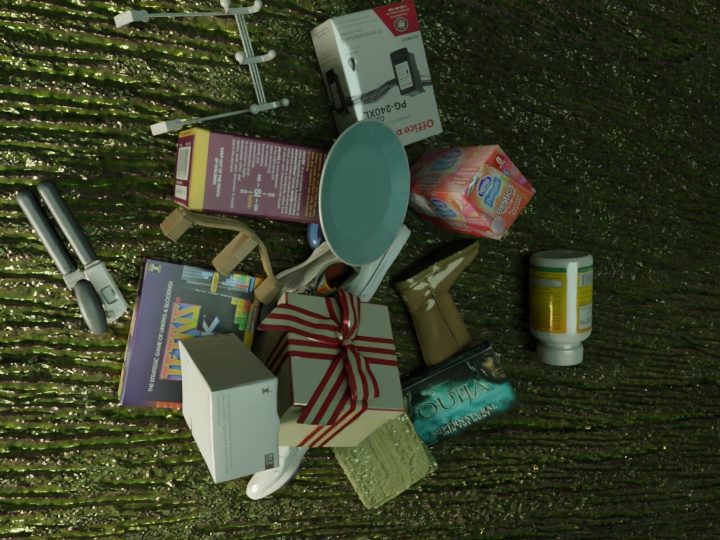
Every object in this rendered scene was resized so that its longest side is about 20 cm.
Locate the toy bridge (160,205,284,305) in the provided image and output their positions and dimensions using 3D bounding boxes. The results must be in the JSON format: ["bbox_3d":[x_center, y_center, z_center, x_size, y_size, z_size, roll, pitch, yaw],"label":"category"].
[{"bbox_3d":[-0.160,-0.024,0.748,0.067,0.027,0.200,-45,137,2],"label":"toy bridge"}]

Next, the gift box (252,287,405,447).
[{"bbox_3d":[-0.060,0.145,0.799,0.199,0.187,0.186,5,55,-29],"label":"gift box"}]

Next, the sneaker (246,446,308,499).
[{"bbox_3d":[-0.120,0.255,0.898,0.100,0.075,0.200,41,74,-11],"label":"sneaker"}]

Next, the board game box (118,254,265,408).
[{"bbox_3d":[-0.237,0.091,0.815,0.164,0.057,0.202,10,93,-28],"label":"board game box"}]

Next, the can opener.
[{"bbox_3d":[-0.363,-0.017,0.736,0.052,0.066,0.201,-29,104,-18],"label":"can opener"}]

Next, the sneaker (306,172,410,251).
[{"bbox_3d":[-0.002,-0.102,0.887,0.200,0.082,0.074,-47,115,-10],"label":"sneaker"}]

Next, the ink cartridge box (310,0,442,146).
[{"bbox_3d":[0.028,-0.282,0.873,0.145,0.083,0.201,-23,107,-21],"label":"ink cartridge box"}]

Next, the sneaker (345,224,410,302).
[{"bbox_3d":[0.000,0.000,0.919,0.071,0.073,0.201,33,80,-5],"label":"sneaker"}]

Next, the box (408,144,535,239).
[{"bbox_3d":[0.154,-0.124,0.893,0.103,0.200,0.095,42,81,-24],"label":"box"}]

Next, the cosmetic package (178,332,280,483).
[{"bbox_3d":[-0.167,0.159,0.716,0.081,0.200,0.114,-5,100,-25],"label":"cosmetic package"}]

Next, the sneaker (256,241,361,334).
[{"bbox_3d":[-0.080,0.028,0.852,0.200,0.079,0.074,-40,116,9],"label":"sneaker"}]

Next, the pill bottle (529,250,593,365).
[{"bbox_3d":[0.373,0.069,1.079,0.112,0.113,0.202,-8,101,-25],"label":"pill bottle"}]

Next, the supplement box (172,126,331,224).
[{"bbox_3d":[-0.142,-0.126,0.788,0.199,0.131,0.104,4,97,-26],"label":"supplement box"}]

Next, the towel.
[{"bbox_3d":[0.032,0.301,0.977,0.148,0.036,0.201,-31,110,-5],"label":"towel"}]

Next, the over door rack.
[{"bbox_3d":[-0.193,-0.270,0.757,0.199,0.066,0.149,-24,107,-35],"label":"over door rack"}]

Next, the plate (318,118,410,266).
[{"bbox_3d":[0.004,-0.106,0.797,0.200,0.025,0.202,-21,117,-49],"label":"plate"}]

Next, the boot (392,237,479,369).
[{"bbox_3d":[0.159,0.065,1.004,0.174,0.066,0.201,-29,109,-7],"label":"boot"}]

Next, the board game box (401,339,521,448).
[{"bbox_3d":[0.160,0.220,0.998,0.199,0.028,0.136,-28,111,8],"label":"board game box"}]
